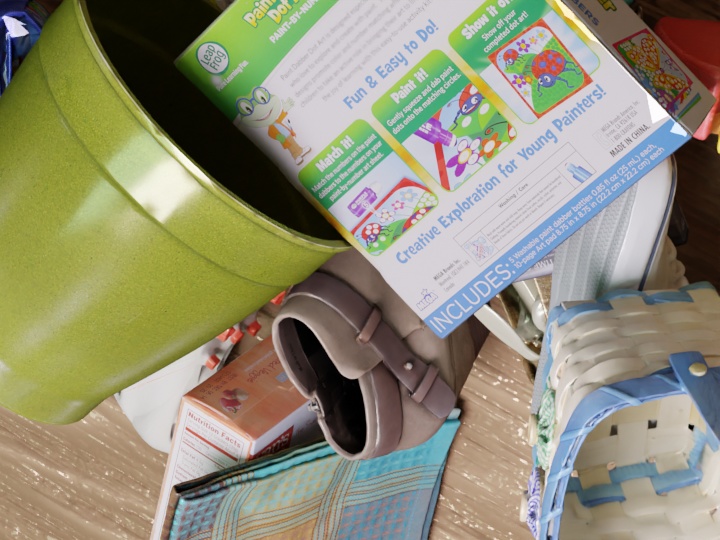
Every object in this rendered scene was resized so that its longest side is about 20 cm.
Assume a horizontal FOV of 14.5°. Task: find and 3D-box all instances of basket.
[{"bbox_3d":[0.155,0.117,1.353,0.200,0.139,0.177,-121,26,-49],"label":"basket"}]

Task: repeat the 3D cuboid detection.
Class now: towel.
[{"bbox_3d":[-0.034,0.154,1.624,0.022,0.200,0.147,44,136,36],"label":"towel"}]

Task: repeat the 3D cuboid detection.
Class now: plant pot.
[{"bbox_3d":[-0.133,-0.027,1.481,0.193,0.200,0.200,-43,85,21],"label":"plant pot"}]

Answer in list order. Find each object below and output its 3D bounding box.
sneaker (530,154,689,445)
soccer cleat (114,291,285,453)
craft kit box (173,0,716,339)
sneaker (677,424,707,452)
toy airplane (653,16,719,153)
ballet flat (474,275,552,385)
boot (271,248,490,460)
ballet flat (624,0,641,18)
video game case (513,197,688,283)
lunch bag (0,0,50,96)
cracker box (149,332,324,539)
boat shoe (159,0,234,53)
[{"bbox_3d":[0.139,0.013,1.448,0.073,0.071,0.200,-114,28,-47],"label":"sneaker"},{"bbox_3d":[-0.104,0.032,1.696,0.078,0.069,0.200,41,134,15],"label":"soccer cleat"},{"bbox_3d":[0.037,-0.092,1.375,0.198,0.049,0.200,44,130,-7],"label":"craft kit box"},{"bbox_3d":[0.232,0.079,1.473,0.200,0.074,0.079,-8,136,46],"label":"sneaker"},{"bbox_3d":[0.242,-0.054,1.344,0.199,0.141,0.200,-22,100,41],"label":"toy airplane"},{"bbox_3d":[0.069,-0.023,1.532,0.200,0.065,0.071,56,158,0],"label":"ballet flat"},{"bbox_3d":[0.000,0.000,1.547,0.070,0.146,0.200,-22,100,42],"label":"boot"},{"bbox_3d":[0.051,-0.136,1.478,0.200,0.070,0.065,22,119,27],"label":"ballet flat"},{"bbox_3d":[0.068,-0.081,1.438,0.142,0.019,0.200,-13,121,22],"label":"video game case"},{"bbox_3d":[-0.175,-0.076,1.636,0.094,0.151,0.201,-13,99,-2],"label":"lunch bag"},{"bbox_3d":[-0.064,0.134,1.674,0.058,0.134,0.200,31,128,21],"label":"cracker box"},{"bbox_3d":[-0.087,-0.129,1.581,0.074,0.086,0.202,-13,105,40],"label":"boat shoe"}]
